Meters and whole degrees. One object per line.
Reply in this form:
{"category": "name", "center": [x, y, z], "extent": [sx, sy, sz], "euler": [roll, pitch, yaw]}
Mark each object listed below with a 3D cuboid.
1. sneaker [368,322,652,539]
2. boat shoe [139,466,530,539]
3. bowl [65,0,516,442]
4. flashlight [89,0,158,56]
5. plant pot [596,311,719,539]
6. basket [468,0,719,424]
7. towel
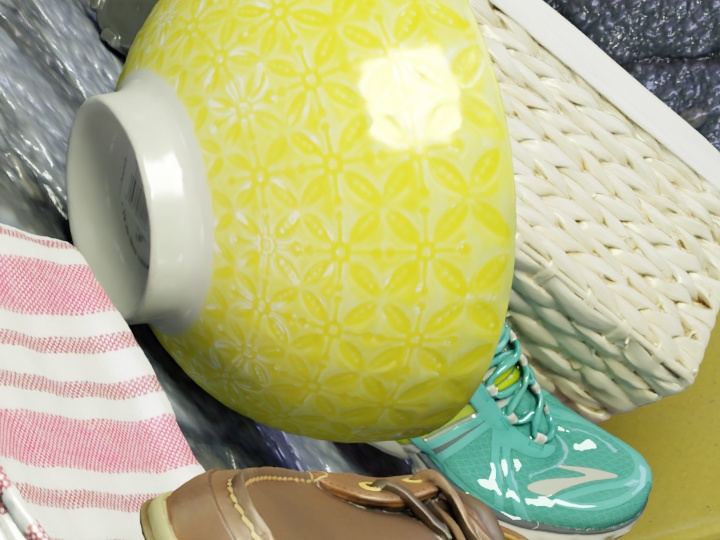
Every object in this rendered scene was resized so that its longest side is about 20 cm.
{"category": "sneaker", "center": [0.047, 0.054, 0.755], "extent": [0.199, 0.080, 0.078], "euler": [31, 40, -3]}
{"category": "boat shoe", "center": [0.005, 0.080, 0.451], "extent": [0.072, 0.067, 0.200], "euler": [57, 7, 24]}
{"category": "bowl", "center": [-0.043, -0.029, 0.611], "extent": [0.107, 0.201, 0.201], "euler": [-9, 49, -29]}
{"category": "flashlight", "center": [-0.091, -0.129, 1.001], "extent": [0.068, 0.067, 0.200], "euler": [60, 15, 19]}
{"category": "plant pot", "center": [0.258, 0.134, 1.051], "extent": [0.196, 0.198, 0.196], "euler": [53, 30, -38]}
{"category": "basket", "center": [0.071, -0.026, 0.812], "extent": [0.199, 0.135, 0.124], "euler": [37, 55, -20]}
{"category": "towel", "center": [-0.066, 0.060, 0.455], "extent": [0.201, 0.030, 0.146], "euler": [57, 9, 15]}
